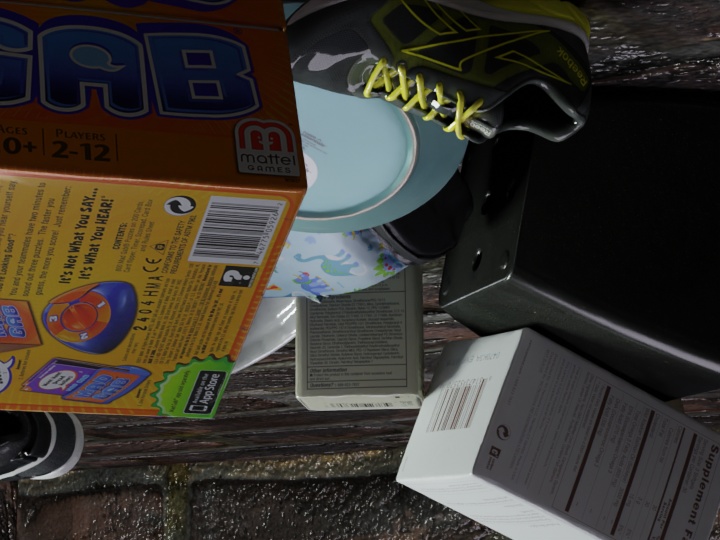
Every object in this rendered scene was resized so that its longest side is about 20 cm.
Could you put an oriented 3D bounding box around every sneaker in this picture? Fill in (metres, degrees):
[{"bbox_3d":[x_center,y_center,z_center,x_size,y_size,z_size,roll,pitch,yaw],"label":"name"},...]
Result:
[{"bbox_3d":[0.048,-0.118,1.269,0.199,0.085,0.075,-2,149,-16],"label":"sneaker"},{"bbox_3d":[-0.309,0.121,1.555,0.199,0.073,0.112,-12,163,15],"label":"sneaker"}]

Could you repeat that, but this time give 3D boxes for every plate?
[{"bbox_3d":[-0.031,-0.086,1.368,0.200,0.026,0.200,1,137,1],"label":"plate"}]

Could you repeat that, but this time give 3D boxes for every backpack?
[{"bbox_3d":[-0.050,-0.055,1.514,0.200,0.154,0.163,11,151,36],"label":"backpack"}]

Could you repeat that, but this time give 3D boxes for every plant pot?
[{"bbox_3d":[0.168,-0.026,1.560,0.177,0.200,0.200,16,165,-16],"label":"plant pot"}]

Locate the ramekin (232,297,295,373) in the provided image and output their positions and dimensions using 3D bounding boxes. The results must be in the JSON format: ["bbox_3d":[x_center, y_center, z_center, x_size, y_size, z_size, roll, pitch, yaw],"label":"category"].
[{"bbox_3d":[-0.136,0.007,1.766,0.200,0.105,0.200,-20,158,-9],"label":"ramekin"}]

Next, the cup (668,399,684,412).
[{"bbox_3d":[0.257,0.116,2.393,0.200,0.144,0.200,0,169,0],"label":"cup"}]

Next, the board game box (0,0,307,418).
[{"bbox_3d":[-0.157,-0.064,1.106,0.199,0.200,0.200,4,143,-18],"label":"board game box"}]

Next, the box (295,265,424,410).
[{"bbox_3d":[0.000,0.000,1.621,0.095,0.201,0.078,0,169,6],"label":"box"}]

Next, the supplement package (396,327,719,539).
[{"bbox_3d":[0.150,0.138,1.579,0.200,0.118,0.117,29,161,-22],"label":"supplement package"}]
